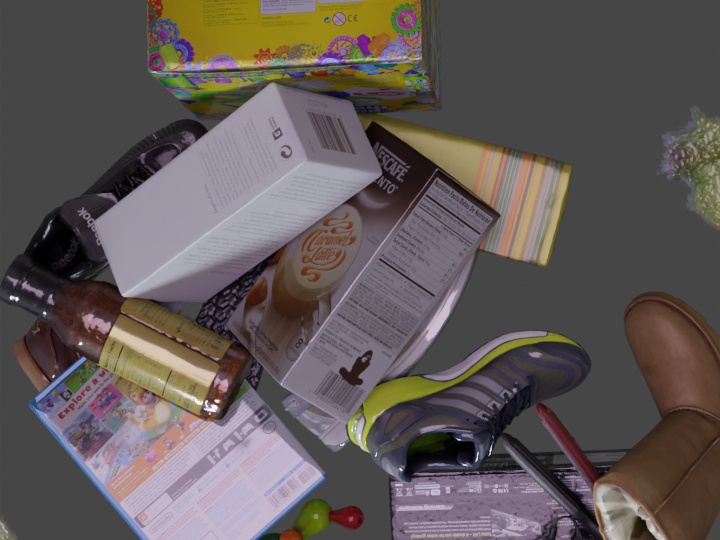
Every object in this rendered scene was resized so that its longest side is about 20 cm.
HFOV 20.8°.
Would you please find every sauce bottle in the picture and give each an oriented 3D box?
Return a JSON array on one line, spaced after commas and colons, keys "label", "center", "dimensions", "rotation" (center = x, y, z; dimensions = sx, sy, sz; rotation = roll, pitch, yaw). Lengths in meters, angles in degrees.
[{"label": "sauce bottle", "center": [-0.183, 0.047, 1.516], "dimensions": [0.200, 0.066, 0.066], "rotation": [28, 96, 5]}]

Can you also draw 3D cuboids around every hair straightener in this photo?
[{"label": "hair straightener", "center": [0.170, 0.200, 1.485], "dimensions": [0.077, 0.041, 0.200], "rotation": [-38, 93, 8]}]

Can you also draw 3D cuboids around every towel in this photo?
[{"label": "towel", "center": [0.066, -0.068, 1.574], "dimensions": [0.199, 0.018, 0.086], "rotation": [15, 91, 6]}]

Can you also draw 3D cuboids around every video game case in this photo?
[{"label": "video game case", "center": [-0.144, 0.134, 1.544], "dimensions": [0.143, 0.018, 0.200], "rotation": [-41, 83, -6]}]

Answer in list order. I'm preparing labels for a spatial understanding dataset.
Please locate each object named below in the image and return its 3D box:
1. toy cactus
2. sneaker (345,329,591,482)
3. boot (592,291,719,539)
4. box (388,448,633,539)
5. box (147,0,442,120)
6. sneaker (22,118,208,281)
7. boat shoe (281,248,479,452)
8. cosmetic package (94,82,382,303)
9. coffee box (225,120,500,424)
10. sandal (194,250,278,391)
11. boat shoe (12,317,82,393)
[{"label": "toy cactus", "center": [-0.078, 0.271, 1.586], "dimensions": [0.165, 0.102, 0.201], "rotation": [15, 98, 24]}, {"label": "sneaker", "center": [0.093, 0.112, 1.526], "dimensions": [0.200, 0.081, 0.074], "rotation": [-22, 133, -11]}, {"label": "boot", "center": [0.225, 0.123, 1.473], "dimensions": [0.066, 0.200, 0.175], "rotation": [-37, 89, 39]}, {"label": "box", "center": [0.127, 0.230, 1.550], "dimensions": [0.199, 0.086, 0.164], "rotation": [-3, 93, 7]}, {"label": "box", "center": [-0.044, -0.191, 1.481], "dimensions": [0.199, 0.193, 0.122], "rotation": [-2, 83, 6]}, {"label": "sneaker", "center": [-0.198, -0.044, 1.567], "dimensions": [0.200, 0.090, 0.067], "rotation": [-40, 90, 7]}, {"label": "boat shoe", "center": [0.020, 0.052, 1.559], "dimensions": [0.065, 0.074, 0.202], "rotation": [38, 104, -2]}, {"label": "cosmetic package", "center": [-0.094, -0.055, 1.489], "dimensions": [0.200, 0.101, 0.071], "rotation": [-35, 68, 27]}, {"label": "coffee box", "center": [0.000, 0.000, 1.506], "dimensions": [0.080, 0.114, 0.200], "rotation": [33, 94, -36]}, {"label": "sandal", "center": [-0.103, 0.048, 1.590], "dimensions": [0.075, 0.048, 0.201], "rotation": [20, 83, 6]}, {"label": "boat shoe", "center": [-0.199, 0.116, 1.587], "dimensions": [0.070, 0.070, 0.200], "rotation": [-37, 89, 11]}]
